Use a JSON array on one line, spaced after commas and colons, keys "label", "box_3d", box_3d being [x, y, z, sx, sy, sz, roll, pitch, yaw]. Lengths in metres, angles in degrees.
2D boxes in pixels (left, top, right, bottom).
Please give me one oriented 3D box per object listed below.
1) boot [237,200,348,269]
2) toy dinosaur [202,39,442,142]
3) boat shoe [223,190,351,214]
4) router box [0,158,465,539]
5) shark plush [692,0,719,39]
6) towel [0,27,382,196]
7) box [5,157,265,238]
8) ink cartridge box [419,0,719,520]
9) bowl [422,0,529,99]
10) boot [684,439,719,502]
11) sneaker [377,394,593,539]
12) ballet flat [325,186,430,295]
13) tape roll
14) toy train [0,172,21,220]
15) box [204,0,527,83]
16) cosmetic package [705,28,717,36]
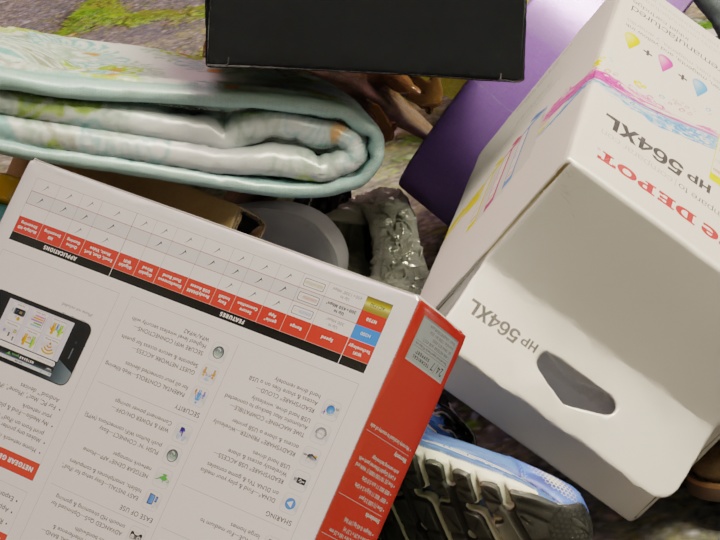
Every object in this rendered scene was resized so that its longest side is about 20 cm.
[{"label": "boot", "box_3d": [-0.075, 0.005, 1.101, 0.199, 0.074, 0.096, -22, 10, 32]}, {"label": "toy dinosaur", "box_3d": [0.007, -0.098, 1.212, 0.200, 0.061, 0.106, 27, 3, -34]}, {"label": "boat shoe", "box_3d": [-0.036, -0.043, 1.216, 0.073, 0.065, 0.200, -46, 11, 11]}, {"label": "router box", "box_3d": [-0.084, 0.068, 0.859, 0.199, 0.049, 0.180, 20, 81, 30]}, {"label": "shark plush", "box_3d": [0.217, -0.062, 1.026, 0.199, 0.091, 0.083, 25, 71, 28]}, {"label": "towel", "box_3d": [-0.092, -0.079, 1.037, 0.199, 0.048, 0.171, 9, 12, -6]}, {"label": "box", "box_3d": [-0.138, 0.023, 1.058, 0.021, 0.164, 0.200, 24, -1, -40]}, {"label": "ink cartridge box", "box_3d": [0.114, -0.006, 0.924, 0.125, 0.128, 0.200, -51, 9, 34]}, {"label": "bowl", "box_3d": [0.107, -0.150, 1.366, 0.199, 0.108, 0.200, -10, 24, 4]}, {"label": "boot", "box_3d": [0.189, 0.032, 0.959, 0.073, 0.076, 0.200, 4, 29, 29]}, {"label": "sneaker", "box_3d": [0.024, 0.081, 0.926, 0.089, 0.079, 0.200, -33, 30, -34]}, {"label": "ballet flat", "box_3d": [0.000, 0.000, 1.112, 0.071, 0.072, 0.200, -14, 23, -4]}, {"label": "tape roll", "box_3d": [0.106, -0.104, 1.164, 0.200, 0.066, 0.200, -50, -3, -3]}, {"label": "toy train", "box_3d": [-0.189, 0.043, 1.041, 0.200, 0.056, 0.151, -33, 51, 31]}, {"label": "box", "box_3d": [-0.003, -0.138, 1.023, 0.140, 0.079, 0.200, 0, 11, -4]}, {"label": "cosmetic package", "box_3d": [0.228, -0.070, 1.162, 0.112, 0.081, 0.200, -8, 23, 9]}]
